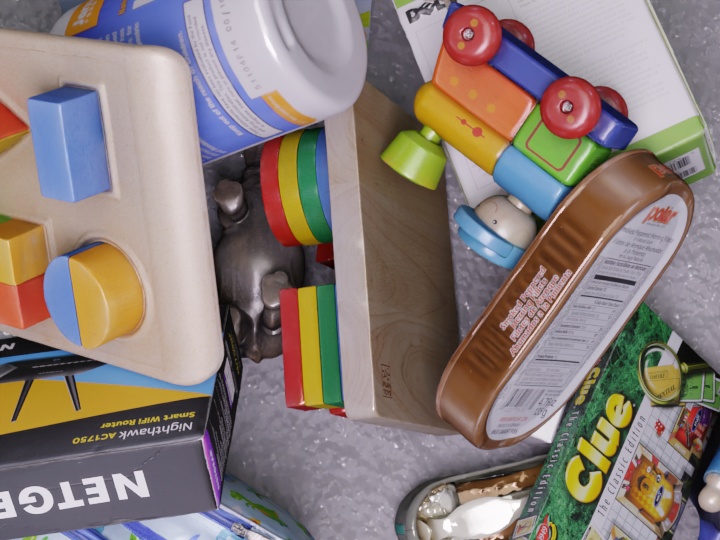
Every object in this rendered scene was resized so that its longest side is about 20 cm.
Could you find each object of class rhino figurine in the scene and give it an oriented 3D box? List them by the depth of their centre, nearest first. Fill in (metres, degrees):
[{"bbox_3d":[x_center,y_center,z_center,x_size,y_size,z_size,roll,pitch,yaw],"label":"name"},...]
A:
[{"bbox_3d":[-0.064,-0.034,1.071,0.060,0.087,0.201,1,68,4],"label":"rhino figurine"}]

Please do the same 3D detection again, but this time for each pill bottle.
[{"bbox_3d":[-0.106,-0.111,0.930,0.200,0.112,0.112,-17,82,29],"label":"pill bottle"}]

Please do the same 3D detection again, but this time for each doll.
[{"bbox_3d":[0.234,0.140,1.047,0.048,0.136,0.201,14,105,18],"label":"doll"}]

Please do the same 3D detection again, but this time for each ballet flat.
[{"bbox_3d":[0.121,0.150,1.070,0.199,0.064,0.068,-13,83,-5],"label":"ballet flat"}]

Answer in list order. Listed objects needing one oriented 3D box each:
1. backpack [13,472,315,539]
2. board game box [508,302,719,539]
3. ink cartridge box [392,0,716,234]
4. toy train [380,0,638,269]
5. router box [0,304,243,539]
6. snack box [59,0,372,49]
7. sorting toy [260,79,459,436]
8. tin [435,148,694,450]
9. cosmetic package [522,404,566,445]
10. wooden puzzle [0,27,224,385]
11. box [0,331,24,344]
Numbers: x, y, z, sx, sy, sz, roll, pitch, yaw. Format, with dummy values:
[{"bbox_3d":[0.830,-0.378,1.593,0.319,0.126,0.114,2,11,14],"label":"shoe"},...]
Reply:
[{"bbox_3d":[-0.124,0.182,0.990,0.200,0.183,0.147,25,86,0],"label":"backpack"},{"bbox_3d":[0.165,0.126,1.045,0.105,0.023,0.200,39,62,-21],"label":"board game box"},{"bbox_3d":[0.114,-0.129,1.033,0.147,0.076,0.201,-24,69,10],"label":"ink cartridge box"},{"bbox_3d":[0.050,-0.100,0.960,0.200,0.085,0.116,39,104,16],"label":"toy train"},{"bbox_3d":[-0.171,0.087,0.931,0.199,0.149,0.051,-9,116,5],"label":"router box"},{"bbox_3d":[-0.092,-0.198,1.051,0.199,0.169,0.068,-3,69,-3],"label":"snack box"},{"bbox_3d":[0.000,0.000,1.024,0.069,0.200,0.200,-7,80,17],"label":"sorting toy"},{"bbox_3d":[0.120,0.021,0.963,0.042,0.112,0.200,41,107,24],"label":"tin"},{"bbox_3d":[0.131,0.012,1.080,0.050,0.083,0.201,21,83,1],"label":"cosmetic package"},{"bbox_3d":[-0.172,-0.035,0.899,0.200,0.046,0.186,10,115,34],"label":"wooden puzzle"},{"bbox_3d":[-0.228,-0.043,1.058,0.148,0.107,0.201,6,83,-2],"label":"box"}]
